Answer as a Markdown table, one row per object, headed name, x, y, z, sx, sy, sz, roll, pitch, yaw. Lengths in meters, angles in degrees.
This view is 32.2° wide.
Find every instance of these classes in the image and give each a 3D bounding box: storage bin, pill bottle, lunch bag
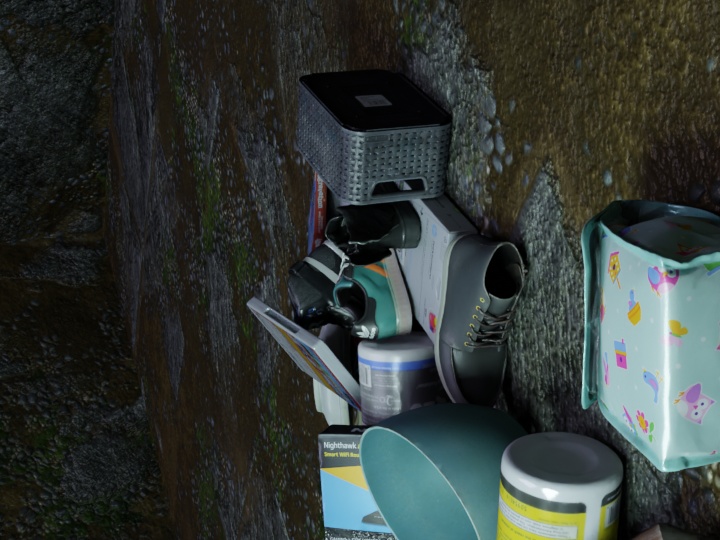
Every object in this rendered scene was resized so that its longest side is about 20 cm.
| name | x | y | z | sx | sy | sz | roll | pitch | yaw |
| --- | --- | --- | --- | --- | --- | --- | --- | --- | --- |
| storage bin | 0.012 | -0.165 | 1.500 | 0.200 | 0.135 | 0.094 | -128 | 37 | -56 |
| pill bottle | 0.058 | 0.183 | 1.524 | 0.114 | 0.113 | 0.201 | -159 | 63 | -68 |
| pill bottle | 0.186 | 0.267 | 1.191 | 0.114 | 0.114 | 0.201 | -138 | 45 | -61 |
| lunch bag | 0.236 | 0.041 | 0.975 | 0.200 | 0.122 | 0.171 | -131 | 36 | -71 |

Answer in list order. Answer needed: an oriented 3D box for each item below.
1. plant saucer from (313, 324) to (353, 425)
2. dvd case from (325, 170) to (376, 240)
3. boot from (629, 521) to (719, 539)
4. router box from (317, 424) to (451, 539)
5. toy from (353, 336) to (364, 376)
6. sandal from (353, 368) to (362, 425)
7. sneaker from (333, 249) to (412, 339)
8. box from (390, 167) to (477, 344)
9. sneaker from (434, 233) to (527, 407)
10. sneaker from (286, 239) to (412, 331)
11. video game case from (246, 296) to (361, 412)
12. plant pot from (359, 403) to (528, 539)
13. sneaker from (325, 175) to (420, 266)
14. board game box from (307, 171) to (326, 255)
| name | x | y | z | sx | sy | sz | roll | pitch | yaw |
| --- | --- | --- | --- | --- | --- | --- | --- | --- | --- |
| plant saucer | -0.040 | 0.148 | 1.783 | 0.200 | 0.050 | 0.201 | -3 | -90 | -88 |
| dvd case | -0.011 | -0.059 | 1.733 | 0.200 | 0.025 | 0.151 | -177 | 90 | -71 |
| boot | 0.261 | 0.311 | 1.074 | 0.200 | 0.186 | 0.064 | -40 | 12 | 38 |
| router box | 0.055 | 0.257 | 1.449 | 0.051 | 0.199 | 0.150 | -26 | -67 | -72 |
| toy | 0.008 | 0.089 | 1.729 | 0.115 | 0.047 | 0.200 | -125 | 33 | -52 |
| sandal | 0.031 | 0.188 | 1.680 | 0.057 | 0.080 | 0.201 | 41 | 143 | 38 |
| sneaker | 0.000 | 0.000 | 1.553 | 0.071 | 0.080 | 0.200 | 104 | 154 | -47 |
| box | 0.077 | -0.024 | 1.510 | 0.200 | 0.041 | 0.156 | -125 | 33 | -55 |
| sneaker | 0.130 | 0.063 | 1.335 | 0.106 | 0.075 | 0.201 | -167 | 73 | -72 |
| sneaker | -0.020 | 0.065 | 1.613 | 0.200 | 0.112 | 0.073 | 50 | 163 | 13 |
| video game case | -0.063 | 0.112 | 1.619 | 0.143 | 0.017 | 0.200 | 53 | 167 | -31 |
| plant pot | 0.112 | 0.219 | 1.317 | 0.200 | 0.135 | 0.200 | 41 | 148 | 33 |
| sneaker | 0.002 | -0.062 | 1.492 | 0.200 | 0.104 | 0.060 | -129 | 37 | -57 |
| board game box | -0.064 | -0.064 | 1.835 | 0.200 | 0.019 | 0.103 | 104 | 166 | -70 |
